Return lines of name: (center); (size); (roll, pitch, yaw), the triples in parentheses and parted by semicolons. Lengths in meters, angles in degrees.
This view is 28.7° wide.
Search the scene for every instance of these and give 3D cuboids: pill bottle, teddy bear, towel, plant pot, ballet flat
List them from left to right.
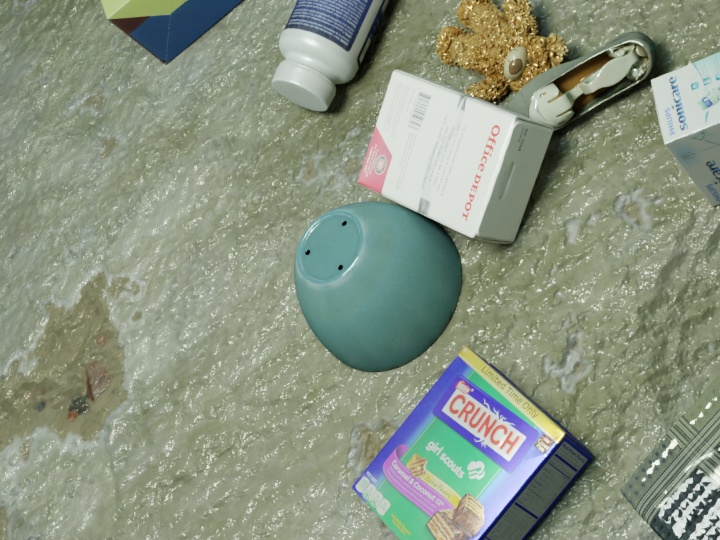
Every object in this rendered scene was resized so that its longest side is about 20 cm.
pill bottle: (-0.040, -0.316, 1.847); (0.110, 0.111, 0.201); (15, 75, 39)
plant pot: (0.000, 0.000, 1.641); (0.199, 0.135, 0.202); (-16, 59, 27)
teddy bear: (0.164, -0.270, 1.711); (0.145, 0.067, 0.201); (-39, 50, 15)
ballet flat: (0.247, -0.208, 1.614); (0.199, 0.068, 0.064); (-31, 12, 16)
towel: (0.373, 0.202, 1.350); (0.200, 0.034, 0.193); (-49, 46, 6)

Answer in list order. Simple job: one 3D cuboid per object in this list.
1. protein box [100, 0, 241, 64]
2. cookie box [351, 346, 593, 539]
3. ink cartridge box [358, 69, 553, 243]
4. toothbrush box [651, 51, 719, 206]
protein box: (-0.281, -0.457, 2.072); (0.198, 0.135, 0.201); (-36, 52, 15)
cookie box: (0.116, 0.211, 1.489); (0.200, 0.075, 0.171); (-51, 48, 1)
ink cartridge box: (0.108, -0.132, 1.643); (0.199, 0.082, 0.148); (28, 104, 40)
toothbrush box: (0.416, -0.162, 1.427); (0.199, 0.146, 0.086); (-19, 57, 25)
